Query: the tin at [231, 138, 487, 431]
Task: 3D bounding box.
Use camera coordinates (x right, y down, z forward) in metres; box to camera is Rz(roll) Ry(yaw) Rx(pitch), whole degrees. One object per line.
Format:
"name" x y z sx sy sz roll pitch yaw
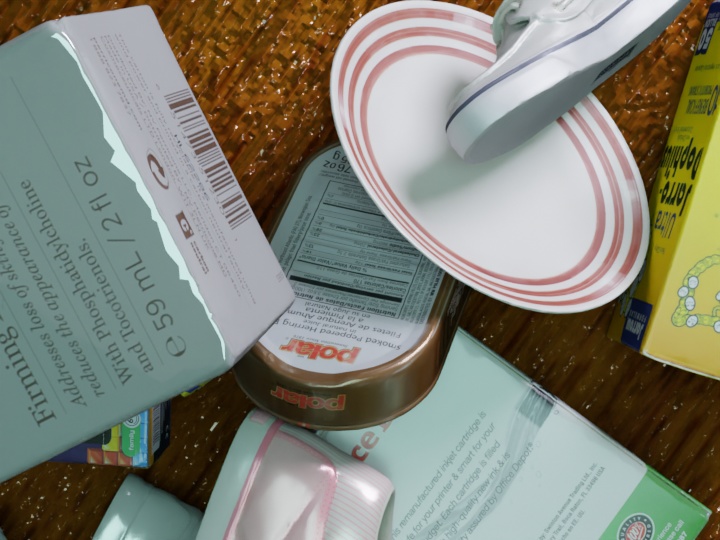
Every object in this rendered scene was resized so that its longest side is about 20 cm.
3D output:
"tin" 0.000 0.000 1.152 0.112 0.200 0.042 9 134 14

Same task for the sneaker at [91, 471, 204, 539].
"sneaker" -0.120 0.225 1.207 0.115 0.074 0.200 26 91 -2

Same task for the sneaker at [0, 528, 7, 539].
"sneaker" -0.236 0.215 1.164 0.099 0.078 0.201 13 62 -23

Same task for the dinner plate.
"dinner plate" 0.067 -0.058 1.168 0.200 0.200 0.024 37 133 -5

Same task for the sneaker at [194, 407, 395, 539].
"sneaker" -0.043 0.180 1.132 0.104 0.075 0.201 21 99 5

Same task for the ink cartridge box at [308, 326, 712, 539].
"ink cartridge box" 0.065 0.127 1.206 0.200 0.083 0.147 37 90 -4

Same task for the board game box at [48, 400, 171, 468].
"board game box" -0.181 -0.004 1.137 0.165 0.057 0.201 4 99 7

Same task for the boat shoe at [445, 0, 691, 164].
"boat shoe" 0.102 -0.126 1.167 0.066 0.072 0.200 47 56 9

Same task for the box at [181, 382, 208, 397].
"box" -0.123 -0.034 1.192 0.064 0.070 0.200 -34 94 3

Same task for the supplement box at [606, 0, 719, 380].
"supplement box" 0.220 -0.038 1.192 0.109 0.109 0.201 17 92 -4

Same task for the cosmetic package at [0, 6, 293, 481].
"cosmetic package" -0.163 -0.002 1.015 0.200 0.166 0.168 -27 95 11
